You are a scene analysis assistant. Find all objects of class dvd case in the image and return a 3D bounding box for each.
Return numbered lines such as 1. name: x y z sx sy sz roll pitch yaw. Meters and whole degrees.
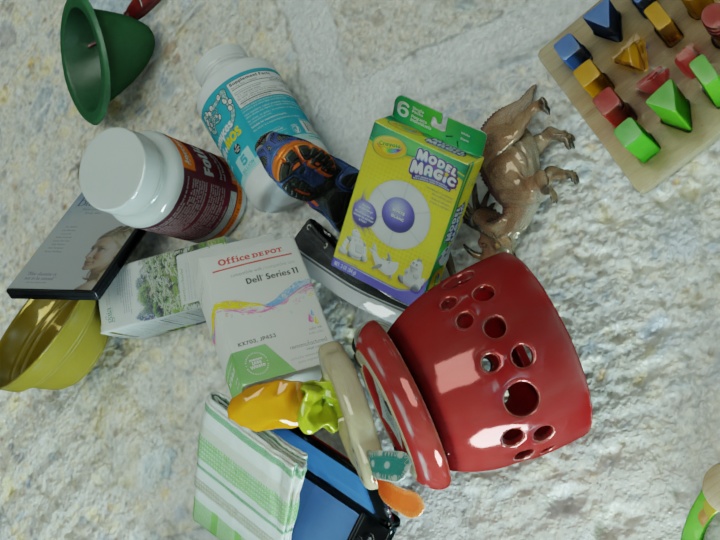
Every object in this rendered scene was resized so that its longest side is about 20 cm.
1. dvd case: -0.339 -0.038 1.438 0.142 0.018 0.201 0 43 27

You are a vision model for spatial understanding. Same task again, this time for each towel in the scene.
1. towel: -0.128 0.247 1.290 0.149 0.031 0.201 34 131 27

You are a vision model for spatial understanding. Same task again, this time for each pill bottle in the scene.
1. pill bottle: -0.234 -0.101 1.358 0.113 0.200 0.115 -4 81 26
2. pill bottle: -0.124 -0.176 1.364 0.111 0.111 0.201 -39 67 17

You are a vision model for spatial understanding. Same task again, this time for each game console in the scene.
1. game console: -0.068 0.257 1.270 0.199 0.119 0.173 29 96 28

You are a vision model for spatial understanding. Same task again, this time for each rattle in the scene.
1. rattle: -0.038 0.173 1.123 0.131 0.142 0.201 105 152 -43

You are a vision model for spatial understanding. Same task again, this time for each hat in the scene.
1. hat: -0.287 -0.299 1.517 0.166 0.175 0.200 65 148 17

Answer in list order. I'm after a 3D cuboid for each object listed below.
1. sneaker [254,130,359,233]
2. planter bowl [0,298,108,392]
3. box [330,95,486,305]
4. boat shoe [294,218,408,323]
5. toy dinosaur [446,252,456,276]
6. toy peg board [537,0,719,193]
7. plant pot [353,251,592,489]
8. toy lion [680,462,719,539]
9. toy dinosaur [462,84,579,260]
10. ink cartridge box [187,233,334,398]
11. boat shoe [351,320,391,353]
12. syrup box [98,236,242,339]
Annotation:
1. sneaker: -0.045 -0.104 1.266 0.075 0.200 0.078 -50 54 1
2. planter bowl: -0.381 0.089 1.452 0.200 0.083 0.201 -36 30 25
3. box: 0.051 -0.073 1.202 0.117 0.048 0.201 26 114 19
4. boat shoe: 0.000 0.000 1.304 0.199 0.070 0.067 32 99 35
5. toy dinosaur: 0.079 -0.054 1.274 0.060 0.106 0.201 -24 66 -10
6. toy peg board: 0.301 -0.222 1.160 0.200 0.098 0.200 -38 68 17
7. plant pot: 0.106 0.108 1.124 0.182 0.201 0.201 -25 70 -9
8. toy lion: 0.389 0.301 1.068 0.199 0.069 0.193 29 104 27
9. toy dinosaur: 0.156 -0.109 1.230 0.135 0.086 0.202 -14 71 32
10. ink cartridge box: -0.112 0.038 1.263 0.116 0.067 0.201 -14 65 -19
11. boat shoe: 0.071 0.131 1.260 0.200 0.057 0.067 39 65 22
12. syrup box: -0.223 0.024 1.402 0.199 0.081 0.079 -15 75 25
